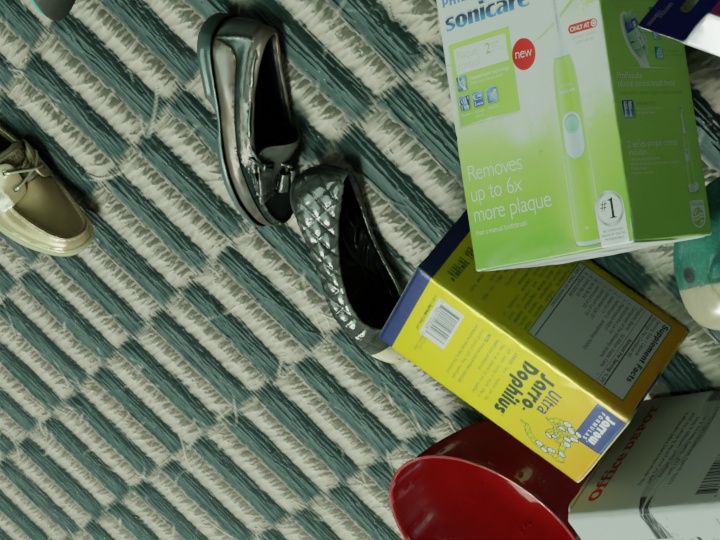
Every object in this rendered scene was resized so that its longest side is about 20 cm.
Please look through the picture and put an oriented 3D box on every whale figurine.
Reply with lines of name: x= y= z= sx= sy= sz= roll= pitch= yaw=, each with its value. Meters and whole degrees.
whale figurine: x=0.291 y=-0.028 z=1.267 sx=0.200 sy=0.159 sz=0.104 roll=-24 pitch=83 yaw=62

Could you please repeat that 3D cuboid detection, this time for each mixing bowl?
mixing bowl: x=0.137 y=0.200 z=1.666 sx=0.200 sy=0.108 sz=0.200 roll=25 pitch=142 yaw=21

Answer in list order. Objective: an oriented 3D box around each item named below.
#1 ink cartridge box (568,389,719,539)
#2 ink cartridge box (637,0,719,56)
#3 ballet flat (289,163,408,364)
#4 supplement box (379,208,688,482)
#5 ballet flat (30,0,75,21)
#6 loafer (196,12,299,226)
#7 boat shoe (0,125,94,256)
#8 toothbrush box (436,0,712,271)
ink cartridge box: x=0.279 y=0.163 z=1.467 sx=0.200 sy=0.144 sz=0.084 roll=-12 pitch=119 yaw=48
ink cartridge box: x=0.281 y=-0.153 z=1.176 sx=0.200 sy=0.095 sz=0.037 roll=22 pitch=140 yaw=24
ballet flat: x=0.000 y=0.000 z=1.614 sx=0.057 sy=0.066 sz=0.200 roll=3 pitch=129 yaw=46
supplement box: x=0.135 y=0.051 z=1.510 sx=0.200 sy=0.109 sz=0.110 roll=36 pitch=144 yaw=7
ballet flat: x=-0.252 y=-0.286 z=1.548 sx=0.068 sy=0.068 sz=0.200 roll=7 pitch=134 yaw=26
loafer: x=-0.081 y=-0.116 z=1.569 sx=0.063 sy=0.072 sz=0.200 roll=8 pitch=131 yaw=29
boat shoe: x=-0.335 y=-0.091 z=1.824 sx=0.200 sy=0.072 sz=0.065 roll=41 pitch=146 yaw=10
toothbrush box: x=0.141 y=-0.108 z=1.282 sx=0.146 sy=0.086 sz=0.200 roll=-10 pitch=86 yaw=48
